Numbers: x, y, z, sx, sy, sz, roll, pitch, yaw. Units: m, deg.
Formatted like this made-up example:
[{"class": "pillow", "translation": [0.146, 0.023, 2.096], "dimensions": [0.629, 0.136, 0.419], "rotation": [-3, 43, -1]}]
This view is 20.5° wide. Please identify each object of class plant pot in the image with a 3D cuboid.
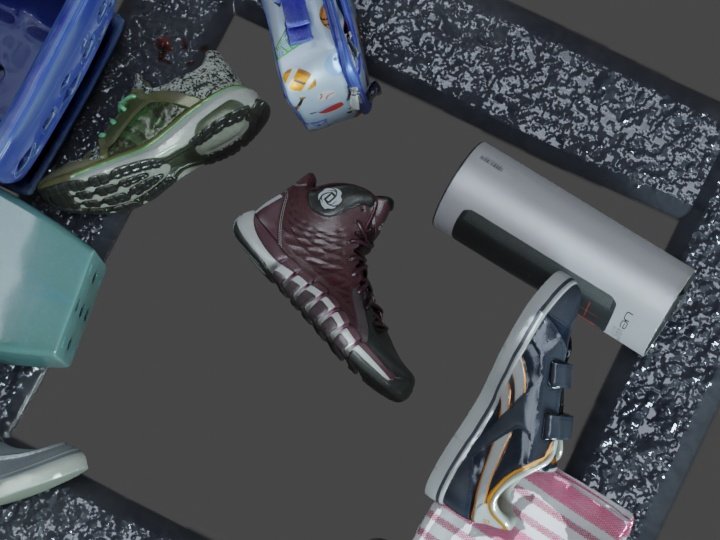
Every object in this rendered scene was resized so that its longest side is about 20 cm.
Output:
[{"class": "plant pot", "translation": [-0.308, -0.180, 1.580], "dimensions": [0.199, 0.180, 0.201], "rotation": [26, 80, 9]}, {"class": "plant pot", "translation": [-0.312, 0.000, 1.573], "dimensions": [0.199, 0.141, 0.142], "rotation": [20, 81, 2]}]

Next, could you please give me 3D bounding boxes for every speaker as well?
[{"class": "speaker", "translation": [0.160, -0.017, 1.554], "dimensions": [0.200, 0.081, 0.081], "rotation": [33, 83, 10]}]

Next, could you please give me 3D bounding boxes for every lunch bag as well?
[{"class": "lunch bag", "translation": [-0.042, -0.212, 1.571], "dimensions": [0.075, 0.160, 0.201], "rotation": [-16, 77, 3]}]

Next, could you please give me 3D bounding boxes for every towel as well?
[{"class": "towel", "translation": [0.103, 0.239, 1.534], "dimensions": [0.146, 0.030, 0.200], "rotation": [30, 83, 11]}]

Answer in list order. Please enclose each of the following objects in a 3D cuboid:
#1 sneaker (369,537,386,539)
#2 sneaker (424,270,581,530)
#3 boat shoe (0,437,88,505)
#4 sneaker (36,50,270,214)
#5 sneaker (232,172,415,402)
[{"class": "sneaker", "translation": [0.001, 0.309, 1.495], "dimensions": [0.115, 0.075, 0.201], "rotation": [-18, 89, 15]}, {"class": "sneaker", "translation": [0.130, 0.102, 1.505], "dimensions": [0.079, 0.078, 0.201], "rotation": [30, 98, 16]}, {"class": "boat shoe", "translation": [-0.317, 0.156, 1.570], "dimensions": [0.200, 0.070, 0.072], "rotation": [-15, 83, 6]}, {"class": "sneaker", "translation": [-0.176, -0.114, 1.620], "dimensions": [0.199, 0.077, 0.089], "rotation": [-26, 64, -5]}, {"class": "sneaker", "translation": [0.000, 0.000, 1.570], "dimensions": [0.115, 0.076, 0.200], "rotation": [-41, 77, -6]}]
